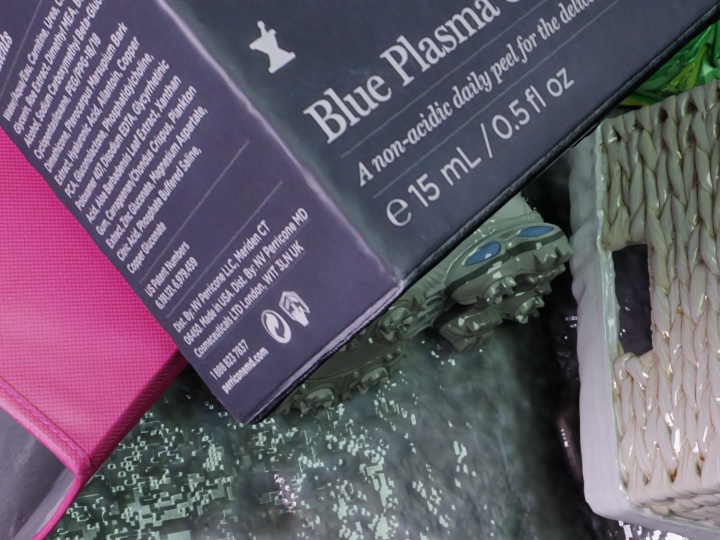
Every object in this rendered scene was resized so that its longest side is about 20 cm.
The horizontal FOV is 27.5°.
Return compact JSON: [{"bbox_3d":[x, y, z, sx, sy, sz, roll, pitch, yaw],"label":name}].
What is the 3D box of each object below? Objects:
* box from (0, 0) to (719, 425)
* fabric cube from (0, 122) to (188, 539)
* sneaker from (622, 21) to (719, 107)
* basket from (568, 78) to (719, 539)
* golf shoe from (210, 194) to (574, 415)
[{"bbox_3d":[-0.014,-0.100,0.454,0.201,0.117,0.196,49,56,2],"label":"box"},{"bbox_3d":[-0.135,-0.033,0.550,0.200,0.196,0.200,42,57,-4],"label":"fabric cube"},{"bbox_3d":[0.173,-0.127,0.798,0.197,0.084,0.075,-3,71,-27],"label":"sneaker"},{"bbox_3d":[0.219,0.021,0.694,0.198,0.160,0.201,15,65,-33],"label":"basket"},{"bbox_3d":[0.000,0.000,0.685,0.198,0.079,0.098,-18,61,-35],"label":"golf shoe"}]
